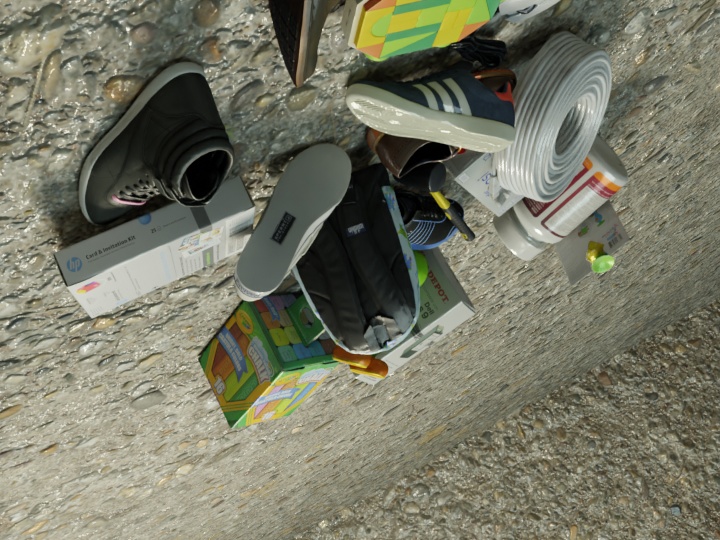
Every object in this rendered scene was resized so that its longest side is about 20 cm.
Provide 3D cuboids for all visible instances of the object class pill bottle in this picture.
[{"bbox_3d":[0.303,-0.114,1.292,0.109,0.111,0.200,1,142,-51],"label":"pill bottle"}]

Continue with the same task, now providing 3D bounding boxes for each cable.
[{"bbox_3d":[0.239,-0.185,1.037,0.200,0.069,0.202,-45,149,-26],"label":"cable"}]

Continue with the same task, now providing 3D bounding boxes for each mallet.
[{"bbox_3d":[0.115,-0.087,1.097,0.200,0.065,0.042,39,76,-45],"label":"mallet"}]

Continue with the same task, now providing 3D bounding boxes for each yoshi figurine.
[{"bbox_3d":[0.037,0.043,1.168,0.110,0.204,0.112,19,164,-15],"label":"yoshi figurine"}]

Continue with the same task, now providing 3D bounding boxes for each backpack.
[{"bbox_3d":[0.000,0.000,1.023,0.161,0.203,0.154,-26,168,4],"label":"backpack"}]

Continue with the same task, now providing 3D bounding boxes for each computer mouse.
[{"bbox_3d":[0.180,-0.289,0.877,0.199,0.044,0.109,-42,154,22],"label":"computer mouse"}]

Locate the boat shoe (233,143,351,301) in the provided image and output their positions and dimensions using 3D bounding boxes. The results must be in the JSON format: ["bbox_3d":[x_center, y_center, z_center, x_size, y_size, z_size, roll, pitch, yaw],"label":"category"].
[{"bbox_3d":[-0.077,-0.052,0.933,0.202,0.071,0.066,-64,-172,-21],"label":"boat shoe"}]

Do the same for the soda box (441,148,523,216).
[{"bbox_3d":[0.163,-0.138,1.124,0.063,0.069,0.199,-39,156,14],"label":"soda box"}]

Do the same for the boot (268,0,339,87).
[{"bbox_3d":[-0.022,-0.237,0.693,0.095,0.076,0.201,-20,153,-16],"label":"boot"}]

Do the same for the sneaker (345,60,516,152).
[{"bbox_3d":[0.079,-0.191,0.914,0.196,0.086,0.075,11,169,-21],"label":"sneaker"}]

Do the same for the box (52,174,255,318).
[{"bbox_3d":[-0.210,-0.021,0.889,0.197,0.042,0.156,-26,171,-14],"label":"box"}]

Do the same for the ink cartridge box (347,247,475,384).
[{"bbox_3d":[0.052,0.053,1.270,0.199,0.147,0.084,-36,155,10],"label":"ink cartridge box"}]

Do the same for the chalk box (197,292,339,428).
[{"bbox_3d":[-0.121,0.115,1.210,0.123,0.126,0.200,-5,144,-47],"label":"chalk box"}]

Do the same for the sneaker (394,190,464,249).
[{"bbox_3d":[0.072,-0.073,1.142,0.197,0.071,0.078,-16,158,-32],"label":"sneaker"}]

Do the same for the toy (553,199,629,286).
[{"bbox_3d":[0.358,-0.073,1.332,0.047,0.202,0.115,29,123,-28],"label":"toy"}]

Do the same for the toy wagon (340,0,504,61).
[{"bbox_3d":[0.081,-0.254,0.768,0.196,0.040,0.155,-15,166,-13],"label":"toy wagon"}]

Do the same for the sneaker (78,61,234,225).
[{"bbox_3d":[-0.188,-0.083,0.764,0.200,0.100,0.070,-44,156,30],"label":"sneaker"}]

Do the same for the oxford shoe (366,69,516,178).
[{"bbox_3d":[0.108,-0.169,0.987,0.197,0.074,0.072,-28,157,-8],"label":"oxford shoe"}]
